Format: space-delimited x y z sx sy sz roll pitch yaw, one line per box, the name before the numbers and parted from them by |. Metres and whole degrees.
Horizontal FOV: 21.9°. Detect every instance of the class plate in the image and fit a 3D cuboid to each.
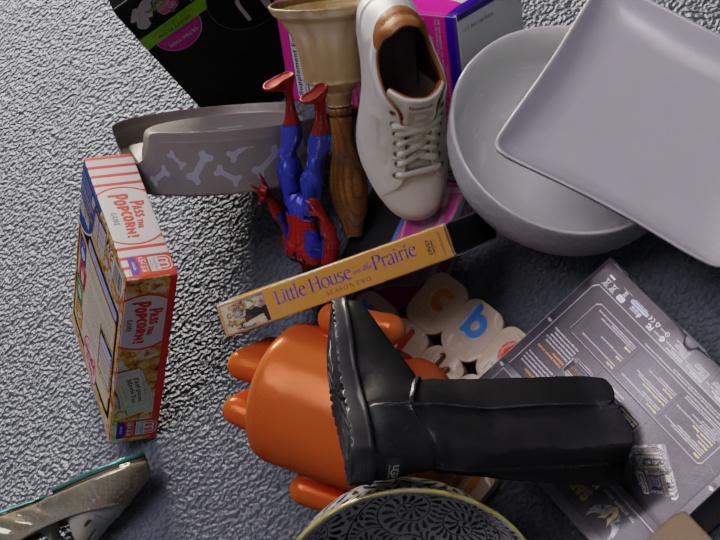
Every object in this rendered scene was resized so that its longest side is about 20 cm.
plate | 0.231 -0.112 1.449 0.199 0.032 0.200 28 62 11

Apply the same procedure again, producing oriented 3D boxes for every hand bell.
hand bell | -0.016 -0.127 1.562 0.103 0.201 0.104 -5 16 1

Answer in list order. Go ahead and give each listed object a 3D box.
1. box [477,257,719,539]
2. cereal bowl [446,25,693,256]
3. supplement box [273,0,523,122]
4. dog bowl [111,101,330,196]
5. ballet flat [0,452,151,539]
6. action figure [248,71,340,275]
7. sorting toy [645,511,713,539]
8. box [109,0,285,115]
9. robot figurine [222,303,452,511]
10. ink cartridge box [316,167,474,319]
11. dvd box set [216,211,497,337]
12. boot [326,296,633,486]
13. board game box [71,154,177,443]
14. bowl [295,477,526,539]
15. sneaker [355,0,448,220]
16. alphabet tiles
box | 0.195 0.112 1.375 0.158 0.048 0.200 -43 56 1
cereal bowl | 0.164 -0.094 1.498 0.199 0.083 0.201 2 61 -3
supplement box | 0.035 -0.202 1.635 0.199 0.104 0.101 13 33 36
dog bowl | -0.119 -0.108 1.646 0.199 0.200 0.059 2 104 32
ballet flat | -0.255 0.216 1.599 0.199 0.067 0.063 -23 79 21
action figure | -0.051 -0.063 1.555 0.065 0.201 0.052 17 39 30
sorting toy | 0.212 0.302 1.241 0.200 0.070 0.199 -43 48 1
box | -0.134 -0.256 1.729 0.148 0.200 0.125 -33 49 8
robot figurine | -0.008 0.111 1.430 0.199 0.117 0.144 16 71 26
ink cartridge box | 0.027 0.001 1.576 0.094 0.037 0.201 9 68 34
dvd box set | 0.000 0.000 1.484 0.199 0.146 0.030 -20 91 19
boot | 0.081 0.084 1.328 0.199 0.066 0.165 -2 46 -9
board game box | -0.207 0.025 1.601 0.046 0.201 0.152 -7 47 -20
bowl | 0.031 0.221 1.353 0.200 0.201 0.094 -30 24 11
sneaker | 0.035 -0.120 1.495 0.072 0.201 0.085 -16 29 -8
alphabet tiles | 0.043 0.106 1.484 0.200 0.015 0.196 38 88 31
